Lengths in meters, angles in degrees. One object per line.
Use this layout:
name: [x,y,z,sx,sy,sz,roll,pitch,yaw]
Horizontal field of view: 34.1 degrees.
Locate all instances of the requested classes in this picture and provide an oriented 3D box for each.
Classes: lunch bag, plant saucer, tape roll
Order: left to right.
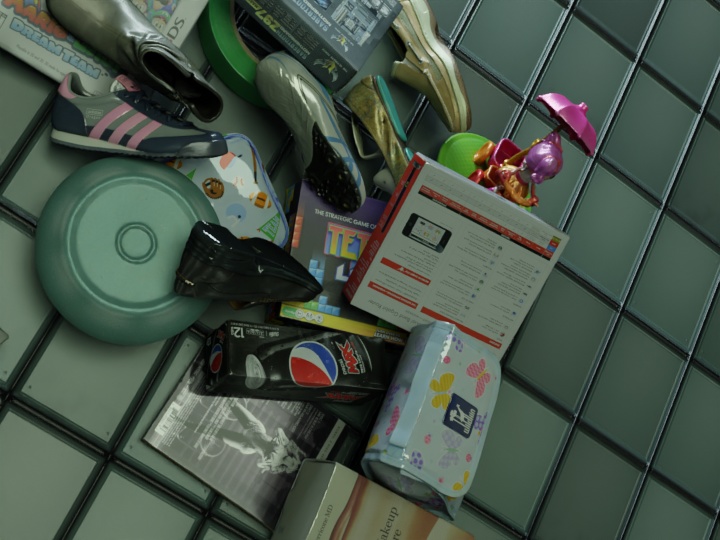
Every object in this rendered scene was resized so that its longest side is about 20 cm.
plant saucer: [-0.234,-0.025,1.213,0.198,0.036,0.202,3,80,-19]
lunch bag: [-0.184,-0.062,1.298,0.199,0.075,0.162,-24,87,-25]
tape roll: [-0.092,-0.293,1.399,0.198,0.048,0.203,5,78,-23]
lunch bag: [0.080,0.167,1.290,0.126,0.200,0.171,15,68,16]

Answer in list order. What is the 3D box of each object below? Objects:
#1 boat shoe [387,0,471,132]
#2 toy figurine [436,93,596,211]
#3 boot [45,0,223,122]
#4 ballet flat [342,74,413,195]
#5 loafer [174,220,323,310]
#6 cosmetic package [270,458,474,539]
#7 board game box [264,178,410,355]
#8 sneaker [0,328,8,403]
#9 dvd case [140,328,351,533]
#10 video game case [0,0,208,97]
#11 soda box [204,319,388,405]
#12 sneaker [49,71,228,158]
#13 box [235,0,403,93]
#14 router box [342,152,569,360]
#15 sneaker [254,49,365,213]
boat shoe: [0.073,-0.250,1.449,0.075,0.072,0.201,-18,66,-9]
toy figurine: [0.194,-0.126,1.388,0.150,0.184,0.201,38,48,-13]
boot: [-0.230,-0.234,1.220,0.199,0.131,0.068,35,93,-25]
ballet flat: [0.035,-0.137,1.406,0.070,0.071,0.201,-18,75,-26]
loafer: [-0.119,0.007,1.236,0.199,0.073,0.073,21,107,-49]
cosmetic package: [0.015,0.296,1.296,0.199,0.087,0.104,30,71,-22]
board game box: [0.000,0.000,1.377,0.198,0.057,0.167,14,75,-21]
sneaker: [-0.403,0.049,1.180,0.088,0.074,0.202,-7,92,-25]
dvd case: [-0.123,0.182,1.307,0.199,0.016,0.149,37,66,-13]
video game case: [-0.285,-0.285,1.269,0.199,0.024,0.183,31,94,-25]
soda box: [-0.070,0.104,1.302,0.198,0.071,0.064,8,65,-29]
sneaker: [-0.234,-0.163,1.241,0.198,0.070,0.083,8,98,8]
box: [-0.059,-0.319,1.337,0.200,0.051,0.158,41,44,-11]
router box: [0.107,-0.008,1.324,0.199,0.049,0.181,26,100,-19]
sneaker: [-0.045,-0.160,1.329,0.072,0.072,0.201,-33,94,-41]
